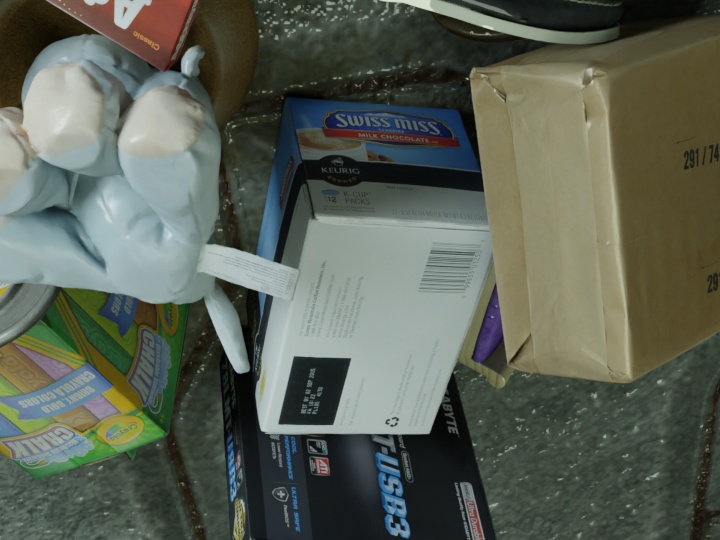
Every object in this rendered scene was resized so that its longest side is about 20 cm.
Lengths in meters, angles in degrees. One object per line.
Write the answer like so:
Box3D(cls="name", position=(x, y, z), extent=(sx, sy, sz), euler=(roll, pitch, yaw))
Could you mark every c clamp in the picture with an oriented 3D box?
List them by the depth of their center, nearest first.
Box3D(cls="c clamp", position=(-0.260, 0.010, 0.791), extent=(0.169, 0.201, 0.027), euler=(-27, 133, 8))

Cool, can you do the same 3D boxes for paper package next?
Box3D(cls="paper package", position=(0.174, -0.051, 0.781), extent=(0.199, 0.103, 0.193), euler=(-23, 112, -38))

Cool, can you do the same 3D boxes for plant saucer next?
Box3D(cls="plant saucer", position=(-0.160, -0.132, 0.800), extent=(0.197, 0.036, 0.202), euler=(-6, 132, -7))

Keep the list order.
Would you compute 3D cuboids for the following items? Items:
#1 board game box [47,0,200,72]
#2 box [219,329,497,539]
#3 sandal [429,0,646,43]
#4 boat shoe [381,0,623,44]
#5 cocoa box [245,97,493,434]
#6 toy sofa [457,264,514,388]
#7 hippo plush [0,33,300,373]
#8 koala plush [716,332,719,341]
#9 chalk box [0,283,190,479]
Box3D(cls="board game box", position=(-0.163, -0.193, 0.632), extent=(0.198, 0.020, 0.103), euler=(31, 128, 0))
Box3D(cls="box", position=(-0.005, 0.145, 0.973), extent=(0.196, 0.202, 0.050), euler=(9, 132, -19))
Box3D(cls="sandal", position=(0.139, -0.185, 0.801), extent=(0.197, 0.083, 0.055), euler=(-20, 156, -3))
Box3D(cls="boat shoe", position=(0.062, -0.175, 0.708), extent=(0.197, 0.072, 0.068), euler=(15, 113, -13))
Box3D(cls="cocoa box", position=(0.000, 0.000, 0.888), extent=(0.131, 0.132, 0.202), euler=(3, 132, -15))
Box3D(cls="toy sofa", position=(0.127, -0.012, 0.912), extent=(0.097, 0.083, 0.202), euler=(26, 132, 15))
Box3D(cls="hippo plush", position=(-0.122, -0.075, 0.723), extent=(0.198, 0.162, 0.160), euler=(19, 132, -17))
Box3D(cls="koala plush", position=(0.294, -0.013, 0.926), extent=(0.176, 0.185, 0.201), euler=(-26, 113, 30))
Box3D(cls="chalk box", position=(-0.203, 0.055, 0.890), extent=(0.122, 0.126, 0.200), euler=(-20, 134, 22))
